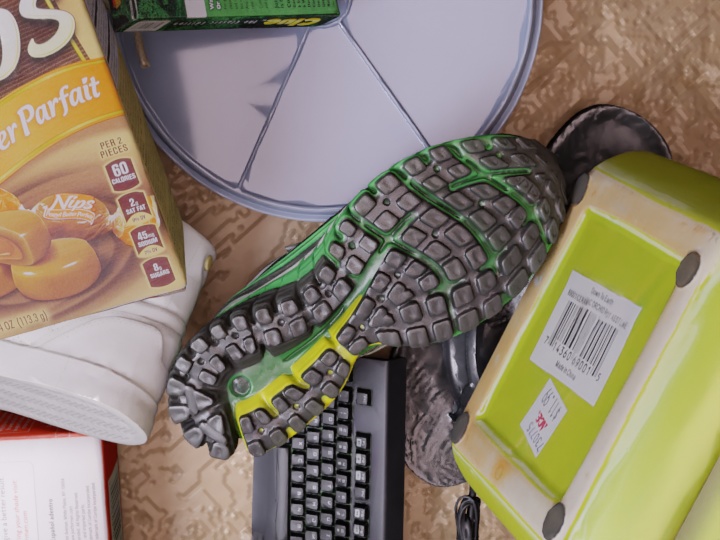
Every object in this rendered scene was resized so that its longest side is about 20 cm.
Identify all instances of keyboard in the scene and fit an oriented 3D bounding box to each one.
[{"bbox_3d":[0.004,0.139,0.849,0.126,0.021,0.201,5,101,21],"label":"keyboard"}]

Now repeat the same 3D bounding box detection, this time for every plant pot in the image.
[{"bbox_3d":[0.161,0.064,0.752,0.181,0.200,0.200,25,96,-19],"label":"plant pot"}]

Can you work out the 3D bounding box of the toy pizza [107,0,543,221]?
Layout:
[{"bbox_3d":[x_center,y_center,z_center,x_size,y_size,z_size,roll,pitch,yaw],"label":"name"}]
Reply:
[{"bbox_3d":[-0.017,-0.123,0.817,0.199,0.032,0.202,0,94,1],"label":"toy pizza"}]

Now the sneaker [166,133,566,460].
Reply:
[{"bbox_3d":[0.000,0.000,0.796,0.199,0.085,0.078,-32,104,10],"label":"sneaker"}]

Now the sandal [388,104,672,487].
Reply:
[{"bbox_3d":[0.073,0.012,0.836,0.075,0.048,0.201,30,98,-5],"label":"sandal"}]

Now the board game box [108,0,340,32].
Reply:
[{"bbox_3d":[-0.071,-0.201,0.758,0.104,0.023,0.201,-6,85,-38],"label":"board game box"}]

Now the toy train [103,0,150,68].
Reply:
[{"bbox_3d":[-0.165,-0.176,0.778,0.115,0.085,0.201,-10,90,12],"label":"toy train"}]

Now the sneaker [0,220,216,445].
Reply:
[{"bbox_3d":[-0.163,-0.001,0.826,0.199,0.074,0.116,16,67,16],"label":"sneaker"}]

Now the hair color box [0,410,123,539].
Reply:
[{"bbox_3d":[-0.213,0.122,0.843,0.199,0.061,0.102,-2,99,-2],"label":"hair color box"}]

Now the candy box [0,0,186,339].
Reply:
[{"bbox_3d":[-0.151,-0.070,0.707,0.115,0.055,0.201,-16,124,2],"label":"candy box"}]
